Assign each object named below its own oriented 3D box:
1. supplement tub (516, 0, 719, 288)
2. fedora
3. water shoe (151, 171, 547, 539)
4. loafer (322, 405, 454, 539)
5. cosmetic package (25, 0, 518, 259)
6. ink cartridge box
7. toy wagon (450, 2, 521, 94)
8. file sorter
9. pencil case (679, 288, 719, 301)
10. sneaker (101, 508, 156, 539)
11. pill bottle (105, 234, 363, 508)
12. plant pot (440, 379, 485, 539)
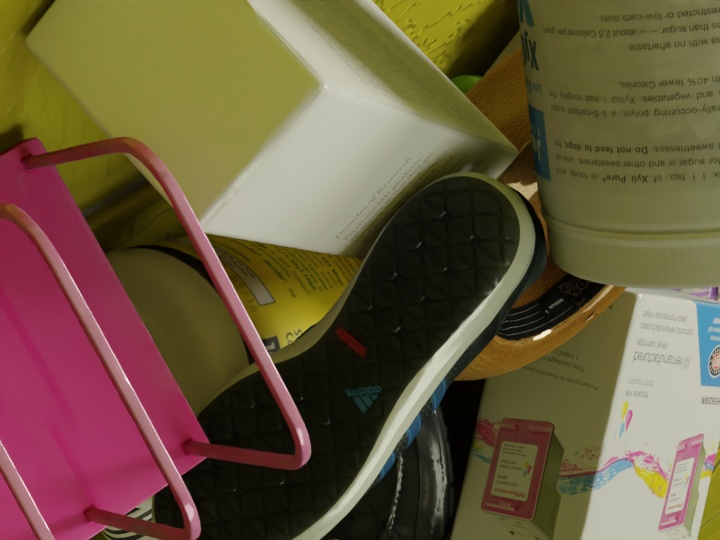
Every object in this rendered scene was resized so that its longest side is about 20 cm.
[{"bbox_3d":[0.125,-0.106,0.735,0.132,0.132,0.200,-23,112,-45],"label":"supplement tub"},{"bbox_3d":[0.084,-0.041,0.898,0.201,0.082,0.201,-34,152,-22],"label":"fedora"},{"bbox_3d":[0.003,0.050,0.769,0.200,0.072,0.079,-46,160,9],"label":"water shoe"},{"bbox_3d":[0.011,0.139,1.057,0.070,0.068,0.201,-3,128,-9],"label":"loafer"},{"bbox_3d":[-0.025,-0.064,0.733,0.071,0.101,0.200,-47,160,13],"label":"cosmetic package"},{"bbox_3d":[0.128,0.105,1.053,0.144,0.085,0.200,7,97,-55],"label":"ink cartridge box"},{"bbox_3d":[0.100,-0.094,1.013,0.200,0.040,0.155,-52,159,26],"label":"toy wagon"},{"bbox_3d":[-0.139,0.058,0.639,0.200,0.139,0.125,-34,-167,-25],"label":"file sorter"},{"bbox_3d":[0.227,-0.026,1.347,0.084,0.086,0.200,-39,160,-6],"label":"pencil case"},{"bbox_3d":[-0.057,0.081,1.024,0.200,0.076,0.115,-37,163,-8],"label":"sneaker"},{"bbox_3d":[-0.045,0.034,0.888,0.200,0.112,0.112,-15,147,-55],"label":"pill bottle"},{"bbox_3d":[0.072,0.085,1.171,0.187,0.187,0.200,-23,136,-45],"label":"plant pot"}]
